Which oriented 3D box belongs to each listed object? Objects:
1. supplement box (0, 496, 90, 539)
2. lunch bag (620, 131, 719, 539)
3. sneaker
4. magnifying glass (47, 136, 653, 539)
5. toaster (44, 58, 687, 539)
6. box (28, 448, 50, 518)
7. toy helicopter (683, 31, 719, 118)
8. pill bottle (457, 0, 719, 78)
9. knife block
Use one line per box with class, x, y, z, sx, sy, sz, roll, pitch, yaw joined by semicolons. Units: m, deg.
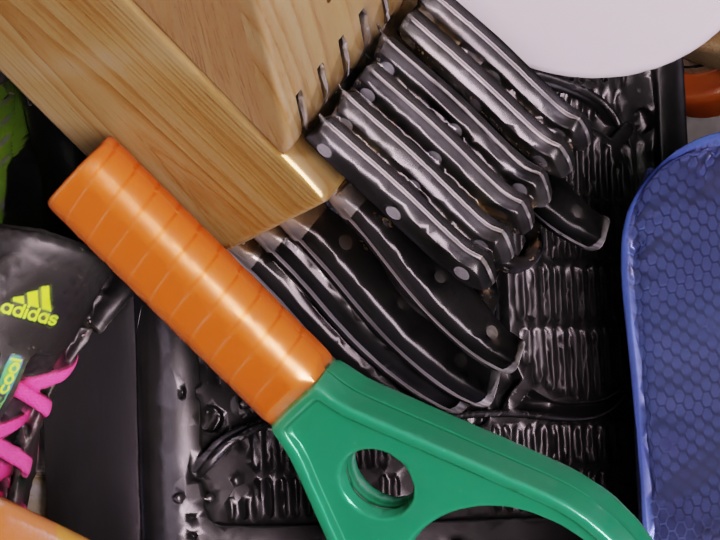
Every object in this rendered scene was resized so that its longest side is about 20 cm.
supplement box;-0.046;0.117;0.643;0.200;0.069;0.067;32;73;-38
lunch bag;0.155;0.059;0.693;0.135;0.132;0.201;-5;82;22
sneaker;-0.104;0.021;0.665;0.074;0.087;0.201;14;70;-41
magnifying glass;0.001;0.045;0.639;0.200;0.022;0.080;44;124;-4
toaster;0.000;0.000;0.757;0.180;0.119;0.201;0;84;-25
box;-0.087;0.079;0.805;0.199;0.041;0.039;4;98;-21
toy helicopter;0.172;-0.118;0.803;0.079;0.199;0.133;41;60;-60
pill bottle;0.077;-0.148;0.722;0.113;0.200;0.114;8;127;10
knife block;-0.037;-0.048;0.652;0.064;0.199;0.176;-53;150;-32
